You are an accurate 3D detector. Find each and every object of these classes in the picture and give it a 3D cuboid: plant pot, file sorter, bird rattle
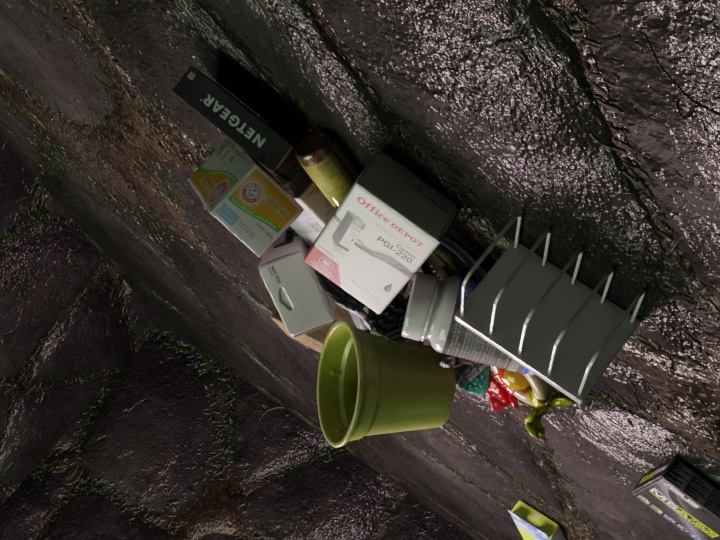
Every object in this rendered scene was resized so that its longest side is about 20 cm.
[{"bbox_3d":[0.047,0.187,1.825,0.184,0.201,0.200,5,175,-20],"label":"plant pot"},{"bbox_3d":[0.240,0.041,1.431,0.200,0.139,0.125,34,161,19],"label":"file sorter"},{"bbox_3d":[0.269,0.177,1.877,0.200,0.112,0.163,40,159,54],"label":"bird rattle"}]

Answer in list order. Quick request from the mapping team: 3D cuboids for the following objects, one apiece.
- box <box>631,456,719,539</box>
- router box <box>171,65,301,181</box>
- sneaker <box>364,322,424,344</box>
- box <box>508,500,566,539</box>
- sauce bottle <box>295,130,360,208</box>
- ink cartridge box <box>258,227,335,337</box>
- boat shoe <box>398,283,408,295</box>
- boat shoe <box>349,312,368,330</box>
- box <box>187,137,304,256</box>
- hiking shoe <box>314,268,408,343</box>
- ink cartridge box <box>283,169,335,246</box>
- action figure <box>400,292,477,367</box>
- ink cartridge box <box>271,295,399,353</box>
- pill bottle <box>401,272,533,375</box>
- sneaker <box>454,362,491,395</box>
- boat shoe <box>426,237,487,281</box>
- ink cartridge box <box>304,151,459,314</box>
[{"bbox_3d":[0.556,0.394,1.835,0.200,0.048,0.193,37,166,9],"label":"box"},{"bbox_3d":[-0.181,-0.223,1.732,0.200,0.052,0.157,39,-176,5],"label":"router box"},{"bbox_3d":[0.051,0.082,1.907,0.075,0.084,0.200,59,174,38],"label":"sneaker"},{"bbox_3d":[0.439,0.637,2.750,0.122,0.048,0.200,27,160,35],"label":"box"},{"bbox_3d":[-0.024,-0.123,1.709,0.066,0.066,0.200,20,153,50],"label":"sauce bottle"},{"bbox_3d":[-0.103,0.003,1.964,0.200,0.083,0.147,-86,-26,-67],"label":"ink cartridge box"},{"bbox_3d":[0.045,-0.039,1.727,0.065,0.075,0.202,10,146,17],"label":"boat shoe"},{"bbox_3d":[0.001,-0.001,1.977,0.075,0.086,0.202,113,136,-71],"label":"boat shoe"},{"bbox_3d":[-0.181,-0.119,1.753,0.112,0.101,0.200,43,-178,-27],"label":"box"},{"bbox_3d":[0.005,0.039,1.740,0.200,0.074,0.087,47,-176,10],"label":"hiking shoe"},{"bbox_3d":[-0.035,-0.072,1.839,0.200,0.084,0.144,46,163,-17],"label":"ink cartridge box"},{"bbox_3d":[0.150,0.105,1.813,0.200,0.134,0.149,36,165,23],"label":"action figure"},{"bbox_3d":[-0.045,0.073,2.106,0.200,0.165,0.075,24,160,45],"label":"ink cartridge box"},{"bbox_3d":[0.165,0.072,1.603,0.199,0.114,0.114,14,162,0],"label":"pill bottle"},{"bbox_3d":[0.179,0.139,1.899,0.091,0.078,0.200,39,-163,-41],"label":"sneaker"},{"bbox_3d":[0.145,0.016,1.690,0.200,0.072,0.072,39,166,6],"label":"boat shoe"},{"bbox_3d":[0.028,-0.050,1.607,0.145,0.085,0.200,35,136,-2],"label":"ink cartridge box"}]
